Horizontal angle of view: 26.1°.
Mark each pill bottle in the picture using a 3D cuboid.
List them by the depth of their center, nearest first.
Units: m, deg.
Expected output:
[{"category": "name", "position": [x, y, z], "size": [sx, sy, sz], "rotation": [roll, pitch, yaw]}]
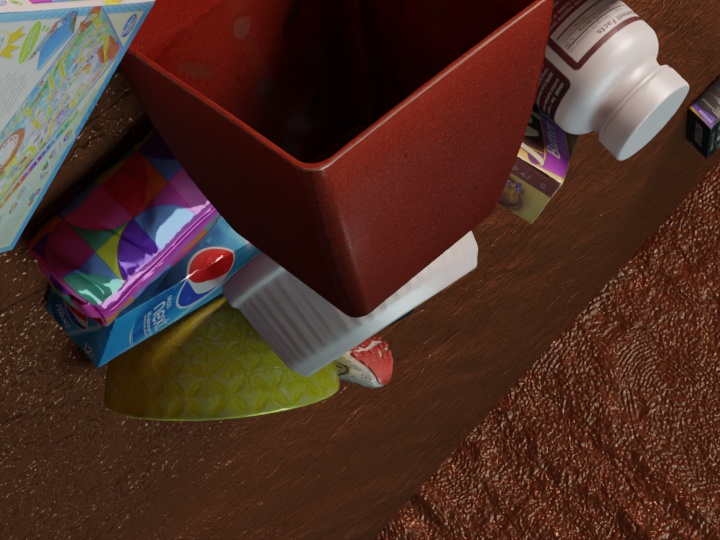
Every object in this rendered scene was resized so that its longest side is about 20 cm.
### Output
[{"category": "pill bottle", "position": [0.176, -0.191, 1.317], "size": [0.113, 0.200, 0.113], "rotation": [-40, 165, -13]}]

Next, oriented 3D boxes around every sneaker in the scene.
[{"category": "sneaker", "position": [-0.052, 0.085, 1.425], "size": [0.077, 0.199, 0.083], "rotation": [-1, 97, -50]}]

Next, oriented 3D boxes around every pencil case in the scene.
[{"category": "pencil case", "position": [-0.135, -0.051, 1.078], "size": [0.200, 0.088, 0.088], "rotation": [-43, 165, -7]}]

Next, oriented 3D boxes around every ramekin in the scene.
[{"category": "ramekin", "position": [0.000, 0.000, 1.189], "size": [0.201, 0.095, 0.202], "rotation": [-33, 178, -1]}]

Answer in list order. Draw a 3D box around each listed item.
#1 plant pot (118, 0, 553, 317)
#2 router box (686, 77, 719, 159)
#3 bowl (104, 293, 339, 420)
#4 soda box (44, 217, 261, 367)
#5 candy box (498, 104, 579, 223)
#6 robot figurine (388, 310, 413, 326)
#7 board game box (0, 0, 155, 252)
[{"category": "plant pot", "position": [-0.011, -0.095, 0.972], "size": [0.199, 0.199, 0.177], "rotation": [-38, 143, -23]}, {"category": "router box", "position": [0.604, -0.275, 2.530], "size": [0.157, 0.052, 0.200], "rotation": [-45, 165, 0]}, {"category": "bowl", "position": [-0.118, 0.051, 1.298], "size": [0.200, 0.198, 0.109], "rotation": [-16, 105, -61]}, {"category": "soda box", "position": [-0.142, -0.010, 1.195], "size": [0.199, 0.068, 0.064], "rotation": [-33, 161, -39]}, {"category": "candy box", "position": [0.137, -0.141, 1.374], "size": [0.057, 0.116, 0.201], "rotation": [-55, -176, 39]}, {"category": "robot figurine", "position": [0.020, -0.038, 1.443], "size": [0.151, 0.125, 0.199], "rotation": [-54, 163, 28]}, {"category": "board game box", "position": [-0.212, -0.082, 0.882], "size": [0.201, 0.034, 0.134], "rotation": [-54, 163, 28]}]
